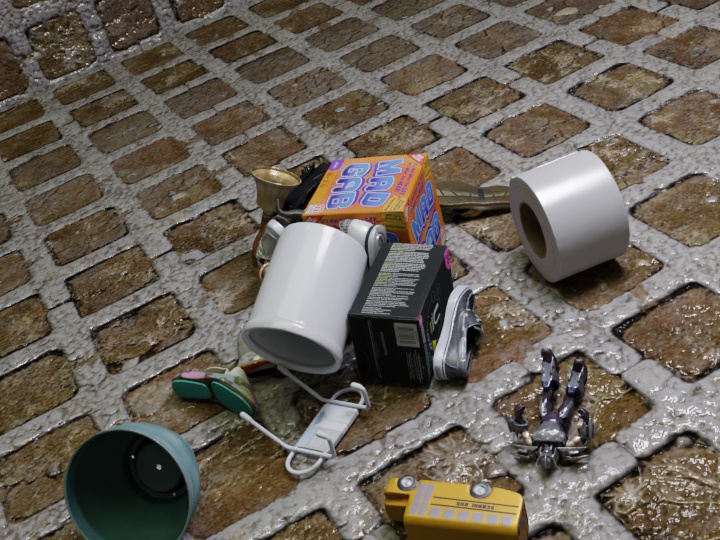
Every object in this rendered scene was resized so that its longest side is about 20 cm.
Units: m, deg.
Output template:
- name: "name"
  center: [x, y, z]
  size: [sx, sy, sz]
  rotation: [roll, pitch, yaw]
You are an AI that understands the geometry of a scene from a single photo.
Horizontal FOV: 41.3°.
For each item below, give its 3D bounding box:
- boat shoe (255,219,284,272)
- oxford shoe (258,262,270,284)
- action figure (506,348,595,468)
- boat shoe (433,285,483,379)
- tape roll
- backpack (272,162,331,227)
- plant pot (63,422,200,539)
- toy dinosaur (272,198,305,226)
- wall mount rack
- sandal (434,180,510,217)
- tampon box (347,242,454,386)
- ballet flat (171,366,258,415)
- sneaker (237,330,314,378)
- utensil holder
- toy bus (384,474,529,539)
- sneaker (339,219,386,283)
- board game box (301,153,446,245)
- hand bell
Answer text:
- name: "boat shoe"
  center: [-0.171, -0.031, 1.874]
  size: [0.073, 0.200, 0.065]
  rotation: [41, 70, 15]
- name: "oxford shoe"
  center: [-0.090, 0.040, 1.715]
  size: [0.199, 0.073, 0.072]
  rotation: [29, 70, -5]
- name: "action figure"
  center: [0.285, 0.213, 1.414]
  size: [0.129, 0.070, 0.201]
  rotation: [7, 44, 16]
- name: "boat shoe"
  center: [0.177, 0.102, 1.613]
  size: [0.067, 0.072, 0.201]
  rotation: [-2, 39, 23]
- name: "tape roll"
  center: [0.367, -0.096, 1.697]
  size: [0.138, 0.204, 0.203]
  rotation: [-22, 34, -7]
- name: "backpack"
  center: [-0.095, -0.135, 2.021]
  size: [0.166, 0.127, 0.200]
  rotation: [4, 39, 49]
- name: "plant pot"
  center: [-0.324, 0.316, 1.444]
  size: [0.198, 0.202, 0.134]
  rotation: [-7, 8, 14]
- name: "toy dinosaur"
  center: [-0.108, -0.085, 1.883]
  size: [0.101, 0.201, 0.077]
  rotation: [-1, 45, 22]
- name: "wall mount rack"
  center: [-0.086, 0.230, 1.542]
  size: [0.172, 0.075, 0.200]
  rotation: [5, 39, 33]
- name: "sandal"
  center: [0.230, -0.140, 1.960]
  size: [0.198, 0.054, 0.081]
  rotation: [3, 42, 3]
- name: "tampon box"
  center: [0.077, 0.071, 1.624]
  size: [0.125, 0.151, 0.201]
  rotation: [4, 39, 21]
- name: "ballet flat"
  center: [-0.243, 0.198, 1.666]
  size: [0.199, 0.070, 0.071]
  rotation: [6, 38, 36]
- name: "sneaker"
  center: [-0.130, 0.117, 1.697]
  size: [0.198, 0.076, 0.093]
  rotation: [-16, 61, 0]
- name: "utensil holder"
  center: [-0.087, 0.045, 1.588]
  size: [0.169, 0.170, 0.202]
  rotation: [3, 62, 27]
- name: "toy bus"
  center: [0.128, 0.336, 1.308]
  size: [0.198, 0.065, 0.079]
  rotation: [0, 39, 23]
- name: "sneaker"
  center: [0.000, 0.000, 1.721]
  size: [0.080, 0.202, 0.076]
  rotation: [13, 30, 19]
- name: "board game box"
  center: [0.033, -0.081, 1.822]
  size: [0.198, 0.201, 0.200]
  rotation: [-2, 36, 21]
- name: "hand bell"
  center: [-0.190, -0.098, 1.932]
  size: [0.103, 0.202, 0.104]
  rotation: [12, 21, -5]
